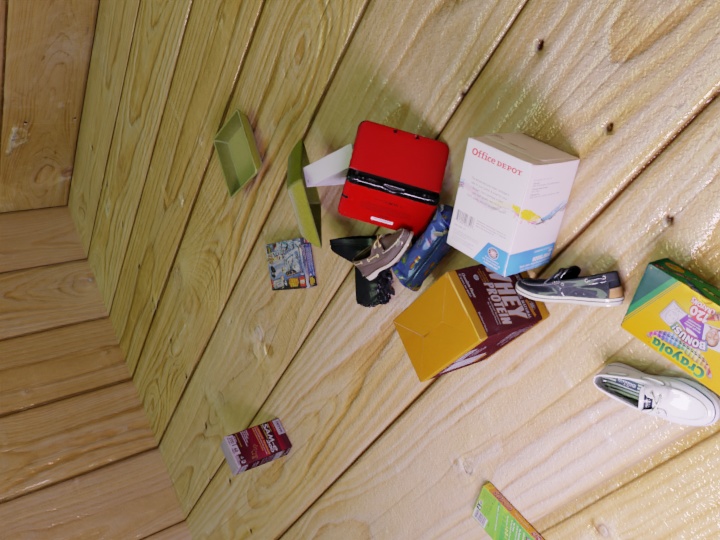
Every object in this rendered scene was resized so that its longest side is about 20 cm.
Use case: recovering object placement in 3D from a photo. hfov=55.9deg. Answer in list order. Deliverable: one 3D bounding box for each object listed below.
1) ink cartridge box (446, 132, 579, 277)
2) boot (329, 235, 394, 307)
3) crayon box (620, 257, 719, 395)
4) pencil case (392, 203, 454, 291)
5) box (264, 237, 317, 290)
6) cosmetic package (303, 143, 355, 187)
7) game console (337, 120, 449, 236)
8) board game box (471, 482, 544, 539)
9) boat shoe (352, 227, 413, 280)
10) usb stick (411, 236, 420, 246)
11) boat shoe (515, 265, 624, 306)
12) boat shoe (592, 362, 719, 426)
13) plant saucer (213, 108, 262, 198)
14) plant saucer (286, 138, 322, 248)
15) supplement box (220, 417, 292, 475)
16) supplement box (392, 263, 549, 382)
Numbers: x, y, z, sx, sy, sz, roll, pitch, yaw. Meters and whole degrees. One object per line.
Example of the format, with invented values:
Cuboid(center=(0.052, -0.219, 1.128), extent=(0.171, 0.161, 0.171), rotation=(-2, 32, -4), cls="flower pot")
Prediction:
Cuboid(center=(0.267, -0.123, 1.200), extent=(0.146, 0.142, 0.204), rotation=(35, 126, 41), cls="ink cartridge box")
Cuboid(center=(0.000, 0.000, 1.648), extent=(0.196, 0.072, 0.167), rotation=(3, 102, 48), cls="boot")
Cuboid(center=(0.504, 0.085, 1.014), extent=(0.199, 0.057, 0.121), rotation=(40, 129, 39), cls="crayon box")
Cuboid(center=(0.144, -0.045, 1.408), extent=(0.078, 0.087, 0.201), rotation=(38, 123, 2), cls="pencil case")
Cuboid(center=(-0.200, -0.017, 1.932), extent=(0.198, 0.039, 0.141), rotation=(-5, 95, 53), cls="box")
Cuboid(center=(-0.016, -0.240, 1.538), extent=(0.198, 0.148, 0.053), rotation=(-14, 90, 52), cls="cosmetic package")
Cuboid(center=(0.067, -0.188, 1.418), extent=(0.174, 0.195, 0.121), rotation=(110, 173, -51), cls="game console")
Cuboid(center=(0.317, 0.550, 1.414), extent=(0.200, 0.029, 0.097), rotation=(45, 133, 40), cls="board game box")
Cuboid(center=(0.046, -0.043, 1.478), extent=(0.059, 0.073, 0.200), rotation=(36, 147, -9), cls="boat shoe")
Cuboid(center=(0.127, -0.113, 1.481), extent=(0.055, 0.032, 0.205), rotation=(-4, 96, 42), cls="usb stick")
Cuboid(center=(0.360, 0.023, 1.179), extent=(0.197, 0.074, 0.064), rotation=(4, 101, 46), cls="boat shoe")
Cuboid(center=(0.468, 0.206, 1.088), extent=(0.198, 0.066, 0.076), rotation=(11, 109, 51), cls="boat shoe")
Cuboid(center=(-0.360, -0.348, 2.036), extent=(0.199, 0.047, 0.204), rotation=(-29, 75, 52), cls="plant saucer")
Cuboid(center=(-0.140, -0.186, 1.666), extent=(0.202, 0.047, 0.203), rotation=(-95, -8, -51), cls="plant saucer")
Cuboid(center=(-0.324, 0.548, 2.118), extent=(0.110, 0.197, 0.061), rotation=(56, 136, 25), cls="supplement box")
Cuboid(center=(0.208, 0.091, 1.290), extent=(0.197, 0.197, 0.135), rotation=(-46, 63, 47), cls="supplement box")
